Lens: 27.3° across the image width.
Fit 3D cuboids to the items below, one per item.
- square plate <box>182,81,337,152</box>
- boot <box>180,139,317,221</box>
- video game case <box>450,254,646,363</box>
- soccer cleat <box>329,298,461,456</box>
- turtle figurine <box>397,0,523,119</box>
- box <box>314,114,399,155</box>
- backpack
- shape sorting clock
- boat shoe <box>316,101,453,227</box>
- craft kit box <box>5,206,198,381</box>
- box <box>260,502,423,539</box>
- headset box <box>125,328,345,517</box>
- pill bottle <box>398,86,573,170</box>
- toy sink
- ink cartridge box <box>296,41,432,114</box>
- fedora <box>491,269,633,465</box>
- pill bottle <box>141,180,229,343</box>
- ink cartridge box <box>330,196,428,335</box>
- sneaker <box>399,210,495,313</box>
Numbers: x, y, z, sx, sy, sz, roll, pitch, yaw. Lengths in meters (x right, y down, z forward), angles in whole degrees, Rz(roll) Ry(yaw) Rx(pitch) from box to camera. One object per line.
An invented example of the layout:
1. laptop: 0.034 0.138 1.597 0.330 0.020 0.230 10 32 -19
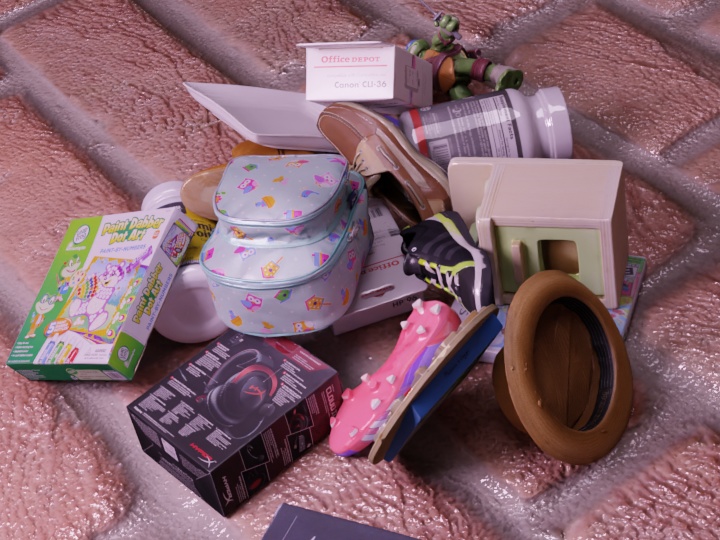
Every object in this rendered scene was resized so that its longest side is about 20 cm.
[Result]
1. square plate: -0.097 -0.188 1.854 0.199 0.029 0.198 1 24 -35
2. boot: -0.139 -0.117 1.793 0.200 0.071 0.144 -5 26 -23
3. video game case: 0.204 0.039 1.654 0.199 0.022 0.182 7 44 21
4. soccer cleat: 0.044 0.122 1.566 0.067 0.076 0.200 15 64 52
5. turtle figurine: 0.099 -0.253 1.918 0.194 0.200 0.144 33 86 33
6. box: -0.031 -0.134 1.889 0.200 0.049 0.117 -37 45 -24
7. backpack: -0.083 -0.029 1.603 0.175 0.154 0.201 2 47 13
8. shape sorting clock: 0.072 0.112 1.477 0.039 0.200 0.200 41 58 8
9. boat shoe: 0.025 -0.122 1.732 0.200 0.076 0.074 38 55 17
10. craft kit box: -0.293 0.028 1.670 0.199 0.048 0.198 -5 54 43
11. box: -0.010 0.314 1.327 0.199 0.105 0.148 11 46 25
12. headset box: -0.122 0.144 1.571 0.200 0.075 0.148 -38 47 -27
13. pill bottle: 0.154 -0.158 1.819 0.199 0.116 0.116 -12 40 -1
14. toy sink: 0.188 -0.040 1.632 0.199 0.131 0.112 4 43 17
15. ink cartridge box: 0.006 -0.233 1.805 0.116 0.068 0.200 0 -1 20
16. fedora: 0.192 0.103 1.506 0.082 0.201 0.201 -22 25 46
17. pill bottle: -0.208 -0.016 1.747 0.111 0.112 0.200 -16 41 -5
18. ink cartridge box: 0.000 0.000 1.711 0.115 0.068 0.200 -18 41 -7
19. sneaker: 0.090 0.002 1.599 0.082 0.072 0.200 -13 27 -7
